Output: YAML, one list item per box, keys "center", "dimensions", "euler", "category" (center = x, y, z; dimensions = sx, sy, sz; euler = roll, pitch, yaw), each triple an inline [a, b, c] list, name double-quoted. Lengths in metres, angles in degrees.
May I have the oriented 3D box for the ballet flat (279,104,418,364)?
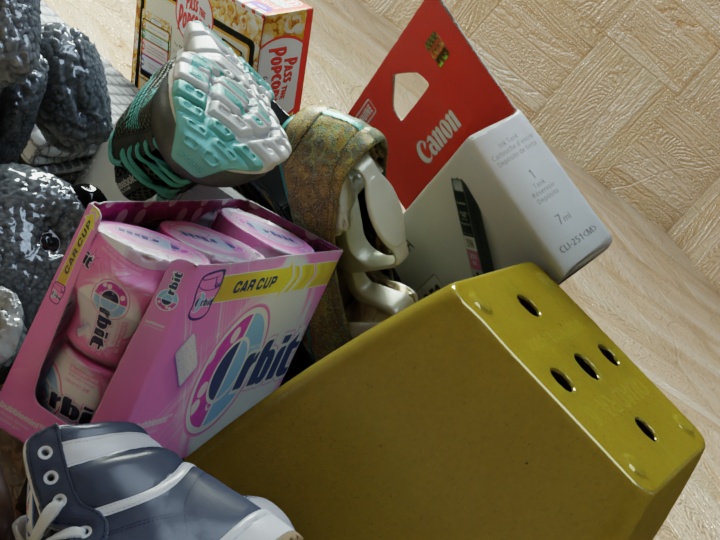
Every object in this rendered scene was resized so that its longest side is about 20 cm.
- center: [0.000, 0.000, 0.916]
  dimensions: [0.071, 0.071, 0.200]
  euler: [-116, -166, -56]
  category: "ballet flat"

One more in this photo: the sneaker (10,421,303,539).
- center: [-0.123, 0.133, 0.624]
  dimensions: [0.108, 0.070, 0.200]
  euler: [37, 43, 17]
  category: "sneaker"

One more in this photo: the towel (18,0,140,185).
- center: [-0.243, -0.122, 1.123]
  dimensions: [0.166, 0.086, 0.200]
  euler: [42, 16, 9]
  category: "towel"

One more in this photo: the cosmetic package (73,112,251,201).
- center: [-0.123, -0.020, 1.001]
  dimensions: [0.090, 0.107, 0.200]
  euler: [33, 0, -28]
  category: "cosmetic package"

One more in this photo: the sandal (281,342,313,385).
- center: [-0.038, 0.104, 1.011]
  dimensions: [0.075, 0.048, 0.200]
  euler: [16, -39, 55]
  category: "sandal"

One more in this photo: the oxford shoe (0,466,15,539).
- center: [-0.215, 0.057, 0.729]
  dimensions: [0.200, 0.071, 0.073]
  euler: [55, -1, 32]
  category: "oxford shoe"

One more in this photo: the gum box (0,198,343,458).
- center: [-0.091, 0.029, 0.796]
  dimensions: [0.066, 0.114, 0.200]
  euler: [29, 11, 15]
  category: "gum box"

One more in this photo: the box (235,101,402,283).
- center: [-0.040, -0.039, 1.048]
  dimensions: [0.200, 0.044, 0.160]
  euler: [48, -11, 50]
  category: "box"

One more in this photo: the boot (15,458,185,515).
- center: [-0.109, 0.101, 0.872]
  dimensions: [0.200, 0.064, 0.186]
  euler: [20, 22, -44]
  category: "boot"

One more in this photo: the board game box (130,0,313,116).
- center: [-0.110, -0.124, 1.188]
  dimensions: [0.046, 0.200, 0.151]
  euler: [-18, 40, -39]
  category: "board game box"

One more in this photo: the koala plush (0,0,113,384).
- center: [-0.202, -0.026, 0.845]
  dimensions: [0.200, 0.184, 0.177]
  euler: [64, 1, 11]
  category: "koala plush"

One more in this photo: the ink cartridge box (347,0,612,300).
- center: [0.049, -0.048, 0.961]
  dimensions: [0.174, 0.044, 0.200]
  euler: [55, -23, 5]
  category: "ink cartridge box"

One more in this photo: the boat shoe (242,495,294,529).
- center: [-0.040, 0.196, 0.693]
  dimensions: [0.086, 0.075, 0.202]
  euler: [-5, 69, -54]
  category: "boat shoe"

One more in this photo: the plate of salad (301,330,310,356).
- center: [-0.039, 0.052, 1.095]
  dimensions: [0.200, 0.048, 0.200]
  euler: [48, -10, 11]
  category: "plate of salad"

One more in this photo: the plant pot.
- center: [0.057, 0.106, 0.822]
  dimensions: [0.200, 0.176, 0.200]
  euler: [46, 21, 13]
  category: "plant pot"

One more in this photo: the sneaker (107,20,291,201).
- center: [-0.091, -0.066, 0.842]
  dimensions: [0.078, 0.091, 0.200]
  euler: [42, 9, -12]
  category: "sneaker"
